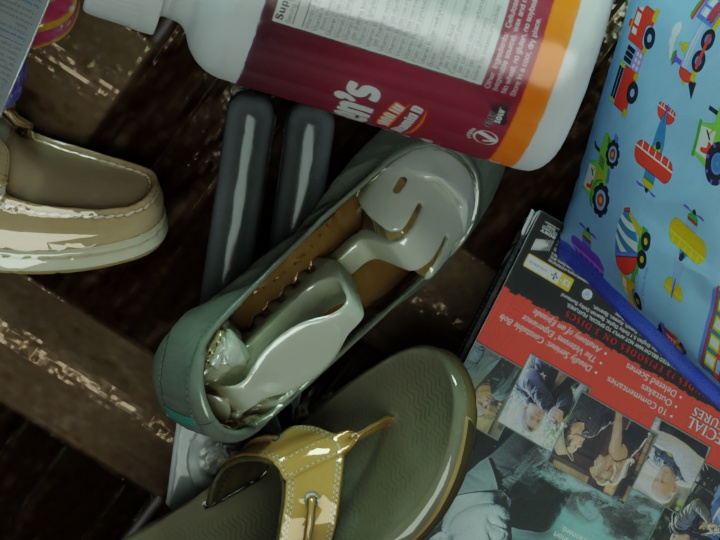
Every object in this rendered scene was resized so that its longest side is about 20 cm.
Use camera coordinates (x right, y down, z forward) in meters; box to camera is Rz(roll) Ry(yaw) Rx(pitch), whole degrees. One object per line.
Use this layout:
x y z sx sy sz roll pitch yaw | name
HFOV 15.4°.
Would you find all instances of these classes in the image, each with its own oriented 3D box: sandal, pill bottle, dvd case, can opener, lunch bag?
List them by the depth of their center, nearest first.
0.161 -0.030 1.056 0.094 0.200 0.151 9 111 -15 | lunch bag
-0.005 -0.118 1.078 0.200 0.110 0.110 16 113 -6 | pill bottle
-0.037 0.101 1.121 0.200 0.080 0.054 -31 150 11 | sandal
0.091 0.094 1.164 0.146 0.022 0.200 29 78 -12 | dvd case
-0.048 0.019 1.177 0.053 0.067 0.200 8 100 -2 | can opener

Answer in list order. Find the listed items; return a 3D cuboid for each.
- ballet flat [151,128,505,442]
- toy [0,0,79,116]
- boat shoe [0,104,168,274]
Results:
0.000 0.000 1.115 0.200 0.064 0.067 -42 115 -10 | ballet flat
-0.143 -0.118 1.066 0.047 0.115 0.200 14 99 -43 | toy
-0.179 -0.049 1.130 0.200 0.074 0.069 8 119 -2 | boat shoe
